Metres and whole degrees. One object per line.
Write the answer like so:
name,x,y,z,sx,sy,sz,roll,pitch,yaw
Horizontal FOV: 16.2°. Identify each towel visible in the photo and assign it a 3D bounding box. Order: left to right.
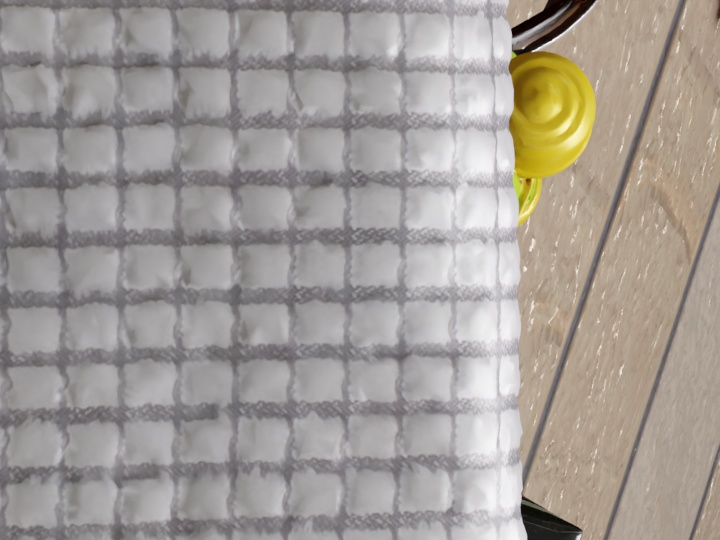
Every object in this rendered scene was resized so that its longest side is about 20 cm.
towel,-0.066,0.001,0.545,0.086,0.198,0.167,-160,-111,-75

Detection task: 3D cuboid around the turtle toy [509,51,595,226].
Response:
turtle toy,0.000,0.000,0.857,0.146,0.100,0.201,119,-5,-77

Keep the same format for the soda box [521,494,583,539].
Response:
soda box,0.025,0.107,0.936,0.200,0.063,0.071,-166,-87,-82

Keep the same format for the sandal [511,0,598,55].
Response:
sandal,0.060,-0.111,0.905,0.080,0.059,0.207,-60,180,-8
